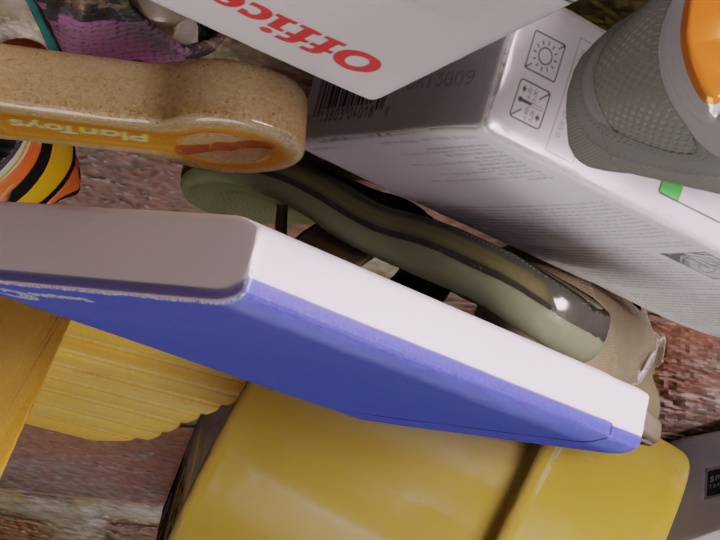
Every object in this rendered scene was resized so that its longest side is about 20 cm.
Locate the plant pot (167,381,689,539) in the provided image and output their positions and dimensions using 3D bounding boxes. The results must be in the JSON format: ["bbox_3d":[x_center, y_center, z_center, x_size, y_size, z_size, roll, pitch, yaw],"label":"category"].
[{"bbox_3d":[0.019,0.128,1.029,0.188,0.201,0.201,26,158,4],"label":"plant pot"}]

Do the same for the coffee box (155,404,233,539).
[{"bbox_3d":[-0.066,0.156,1.222,0.079,0.114,0.200,12,158,-7],"label":"coffee box"}]

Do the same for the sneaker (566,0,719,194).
[{"bbox_3d":[0.142,-0.052,0.603,0.199,0.076,0.092,3,172,-29],"label":"sneaker"}]

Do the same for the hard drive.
[{"bbox_3d":[-0.017,0.020,0.736,0.131,0.026,0.200,4,168,41],"label":"hard drive"}]

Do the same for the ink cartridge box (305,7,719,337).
[{"bbox_3d":[0.090,-0.029,0.770,0.199,0.051,0.109,23,168,-31],"label":"ink cartridge box"}]

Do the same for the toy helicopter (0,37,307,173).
[{"bbox_3d":[-0.114,-0.047,0.651,0.199,0.079,0.132,7,162,-3],"label":"toy helicopter"}]

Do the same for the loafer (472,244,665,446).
[{"bbox_3d":[0.085,0.027,0.908,0.075,0.069,0.200,12,177,10],"label":"loafer"}]

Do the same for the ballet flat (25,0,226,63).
[{"bbox_3d":[-0.083,-0.111,0.666,0.071,0.070,0.200,-14,157,9],"label":"ballet flat"}]

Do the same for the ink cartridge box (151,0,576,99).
[{"bbox_3d":[0.010,-0.127,0.548,0.145,0.085,0.200,22,153,-29],"label":"ink cartridge box"}]

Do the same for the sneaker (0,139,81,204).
[{"bbox_3d":[-0.196,-0.009,0.870,0.199,0.070,0.090,-25,157,10],"label":"sneaker"}]

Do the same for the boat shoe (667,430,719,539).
[{"bbox_3d":[0.205,0.099,1.045,0.065,0.074,0.200,17,167,-27],"label":"boat shoe"}]

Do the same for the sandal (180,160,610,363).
[{"bbox_3d":[0.000,0.000,0.821,0.080,0.058,0.201,19,-175,-44],"label":"sandal"}]

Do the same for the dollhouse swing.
[{"bbox_3d":[-0.170,0.091,1.060,0.175,0.183,0.200,32,150,-21],"label":"dollhouse swing"}]
